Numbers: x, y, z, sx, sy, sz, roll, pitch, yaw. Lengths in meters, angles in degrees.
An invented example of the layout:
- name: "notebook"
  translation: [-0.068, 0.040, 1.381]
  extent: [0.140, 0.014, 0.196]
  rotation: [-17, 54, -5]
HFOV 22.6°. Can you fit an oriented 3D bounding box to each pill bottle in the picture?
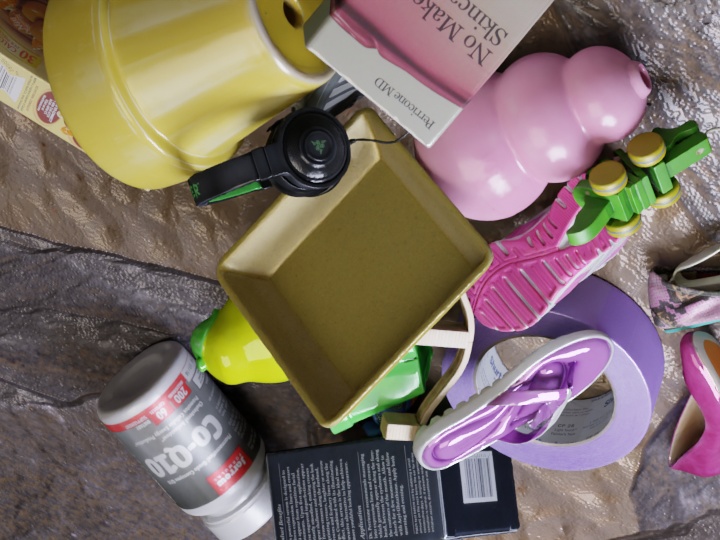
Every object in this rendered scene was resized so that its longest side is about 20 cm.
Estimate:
- name: "pill bottle"
  translation: [-0.171, 0.181, 1.876]
  extent: [0.114, 0.114, 0.200]
  rotation: [-22, 117, 36]

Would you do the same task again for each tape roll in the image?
- name: "tape roll"
  translation: [0.178, 0.092, 1.677]
  extent: [0.199, 0.066, 0.201]
  rotation: [13, 132, 15]

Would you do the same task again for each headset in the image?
- name: "headset"
  translation: [-0.047, -0.108, 1.464]
  extent: [0.199, 0.124, 0.095]
  rotation: [-18, 90, -4]

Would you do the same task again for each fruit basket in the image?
- name: "fruit basket"
  translation: [-0.049, 0.042, 1.644]
  extent: [0.214, 0.156, 0.217]
  rotation: [3, 111, 7]

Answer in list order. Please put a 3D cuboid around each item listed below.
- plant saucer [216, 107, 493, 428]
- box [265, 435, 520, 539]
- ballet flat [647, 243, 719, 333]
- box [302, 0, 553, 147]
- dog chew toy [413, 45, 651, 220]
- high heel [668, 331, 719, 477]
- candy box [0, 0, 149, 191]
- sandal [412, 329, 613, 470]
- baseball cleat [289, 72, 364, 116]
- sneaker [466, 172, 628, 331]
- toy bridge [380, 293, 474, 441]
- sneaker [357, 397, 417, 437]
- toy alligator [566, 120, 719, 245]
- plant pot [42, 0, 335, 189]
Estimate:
- name: "plant saucer"
  translation: [0.000, 0.000, 1.496]
  extent: [0.200, 0.200, 0.048]
  rotation: [-46, 146, 12]
- name: "box"
  translation: [0.031, 0.218, 1.775]
  extent: [0.199, 0.148, 0.108]
  rotation: [-11, 80, 32]
- name: "ballet flat"
  translation: [0.335, 0.007, 1.538]
  extent: [0.199, 0.069, 0.072]
  rotation: [-9, 110, 32]
- name: "box"
  translation: [0.065, -0.215, 1.370]
  extent: [0.128, 0.109, 0.200]
  rotation: [38, 101, -11]
- name: "dog chew toy"
  translation: [0.144, -0.120, 1.475]
  extent: [0.199, 0.125, 0.125]
  rotation: [-22, 118, 28]
- name: "high heel"
  translation: [0.298, 0.123, 1.634]
  extent: [0.095, 0.068, 0.200]
  rotation: [-14, 144, 22]
- name: "candy box"
  translation: [-0.242, -0.170, 1.601]
  extent: [0.199, 0.116, 0.055]
  rotation: [32, 135, -5]
- name: "sandal"
  translation: [0.142, 0.126, 1.589]
  extent: [0.202, 0.050, 0.082]
  rotation: [-33, 141, 10]
- name: "baseball cleat"
  translation: [0.016, -0.169, 1.520]
  extent: [0.106, 0.070, 0.200]
  rotation: [31, 135, -3]
- name: "sneaker"
  translation: [0.173, -0.017, 1.558]
  extent: [0.200, 0.088, 0.082]
  rotation: [-38, 81, 35]
- name: "toy bridge"
  translation: [0.065, 0.054, 1.585]
  extent: [0.067, 0.027, 0.201]
  rotation: [5, 108, -12]
- name: "sneaker"
  translation: [-0.038, 0.094, 1.766]
  extent: [0.199, 0.079, 0.076]
  rotation: [27, 134, 0]
- name: "toy alligator"
  translation: [0.235, -0.090, 1.455]
  extent: [0.054, 0.200, 0.059]
  rotation: [43, 166, 48]
- name: "plant pot"
  translation: [-0.124, -0.186, 1.477]
  extent: [0.188, 0.201, 0.201]
  rotation: [-16, 121, 32]
